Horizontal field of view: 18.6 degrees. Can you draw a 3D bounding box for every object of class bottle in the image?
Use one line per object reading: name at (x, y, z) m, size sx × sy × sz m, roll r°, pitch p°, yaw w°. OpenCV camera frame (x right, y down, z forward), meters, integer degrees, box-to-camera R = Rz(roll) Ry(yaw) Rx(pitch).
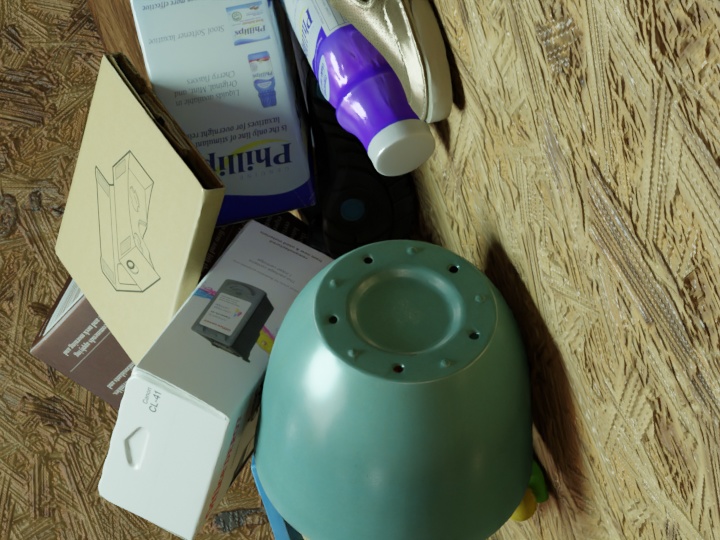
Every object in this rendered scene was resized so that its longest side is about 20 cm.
bottle at (-0.005, -0.159, 1.584) m, size 0.084 × 0.065 × 0.200 m, roll 90°, pitch 159°, yaw -59°

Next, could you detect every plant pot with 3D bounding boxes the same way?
plant pot at (0.026, 0.076, 1.514) m, size 0.161 × 0.201 × 0.201 m, roll 92°, pitch 157°, yaw -50°

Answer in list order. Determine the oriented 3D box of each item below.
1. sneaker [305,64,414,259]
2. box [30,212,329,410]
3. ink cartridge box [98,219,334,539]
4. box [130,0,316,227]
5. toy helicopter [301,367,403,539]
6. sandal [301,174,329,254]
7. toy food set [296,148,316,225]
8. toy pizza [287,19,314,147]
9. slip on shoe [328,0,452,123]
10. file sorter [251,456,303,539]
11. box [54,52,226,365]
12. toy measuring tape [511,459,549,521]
sneaker at (-0.001, -0.092, 1.725) m, size 0.082 × 0.073 × 0.200 m, roll -106°, pitch 10°, yaw -63°
box at (-0.139, 0.031, 1.867) m, size 0.200 × 0.164 × 0.166 m, roll 35°, pitch 139°, yaw -14°
ink cartridge box at (-0.103, 0.081, 1.639) m, size 0.200 × 0.086 × 0.148 m, roll -57°, pitch -11°, yaw -47°
box at (-0.105, -0.162, 1.714) m, size 0.184 × 0.105 × 0.200 m, roll -96°, pitch -6°, yaw -65°
toy helicopter at (0.009, 0.150, 1.625) m, size 0.132 × 0.079 × 0.200 m, roll 57°, pitch -145°, yaw -14°
sandal at (0.001, 0.000, 1.792) m, size 0.200 × 0.048 × 0.075 m, roll 52°, pitch 149°, yaw 23°
toy food set at (-0.029, -0.065, 1.969) m, size 0.200 × 0.060 × 0.144 m, roll -115°, pitch 2°, yaw -45°
toy pizza at (-0.038, -0.176, 1.837) m, size 0.200 × 0.032 × 0.200 m, roll 161°, pitch 90°, yaw -82°
slip on shoe at (0.005, -0.189, 1.482) m, size 0.076 × 0.061 × 0.200 m, roll 150°, pitch 100°, yaw -80°
file sorter at (-0.014, 0.167, 1.934) m, size 0.200 × 0.123 × 0.139 m, roll -85°, pitch -20°, yaw -64°
box at (-0.169, -0.037, 1.659) m, size 0.163 × 0.021 × 0.200 m, roll 52°, pitch 138°, yaw 33°
toy measuring tape at (0.081, 0.136, 1.669) m, size 0.200 × 0.074 × 0.074 m, roll -125°, pitch 19°, yaw -58°
